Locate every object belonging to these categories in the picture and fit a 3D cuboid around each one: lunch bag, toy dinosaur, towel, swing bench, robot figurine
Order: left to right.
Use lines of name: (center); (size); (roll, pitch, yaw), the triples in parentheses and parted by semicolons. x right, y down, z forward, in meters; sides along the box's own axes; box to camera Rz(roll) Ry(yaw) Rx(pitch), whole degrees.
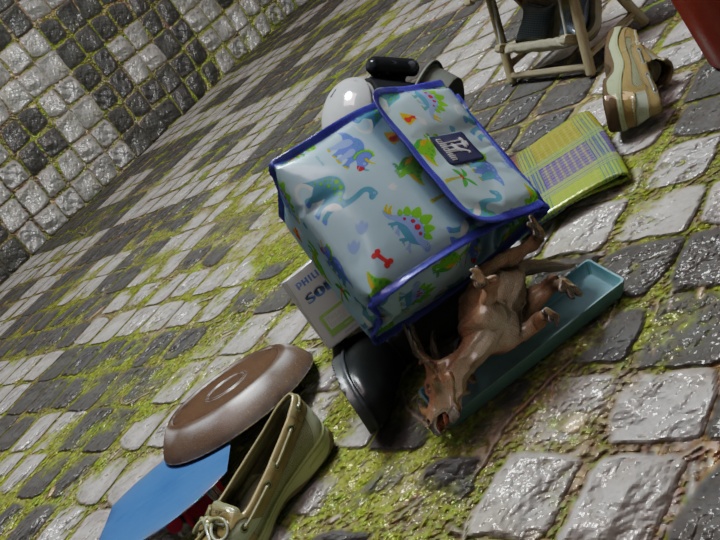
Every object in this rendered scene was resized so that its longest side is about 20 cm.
robot figurine: (0.043, -0.203, 1.298); (0.125, 0.197, 0.152); (126, 141, -56)
lunch bag: (0.044, -0.065, 0.836); (0.199, 0.171, 0.128); (-32, -21, -14)
toy dinosaur: (0.108, 0.036, 0.806); (0.135, 0.086, 0.200); (-43, 0, 45)
swing bench: (0.257, -0.384, 1.303); (0.130, 0.201, 0.198); (-42, 22, -16)
towel: (0.219, -0.111, 1.050); (0.143, 0.023, 0.201); (-32, 23, 14)

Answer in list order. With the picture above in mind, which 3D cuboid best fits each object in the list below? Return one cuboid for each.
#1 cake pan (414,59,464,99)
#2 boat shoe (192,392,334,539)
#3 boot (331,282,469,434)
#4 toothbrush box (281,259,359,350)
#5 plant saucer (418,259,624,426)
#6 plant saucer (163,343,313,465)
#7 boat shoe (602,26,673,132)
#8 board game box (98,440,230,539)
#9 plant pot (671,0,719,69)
cake pan: (0.086, -0.158, 1.159); (0.036, 0.202, 0.201); (16, 44, 15)
boat shoe: (-0.104, 0.205, 0.846); (0.201, 0.063, 0.073); (-49, 25, -23)
boot: (0.069, 0.056, 0.889); (0.199, 0.066, 0.165); (-32, 20, 3)
toothbrush box: (0.000, 0.000, 0.996); (0.145, 0.087, 0.200); (-37, 0, -1)
plant saucer: (0.142, 0.064, 0.822); (0.199, 0.019, 0.070); (-38, 22, -2)
plant saucer: (-0.142, 0.139, 1.035); (0.199, 0.032, 0.200); (-32, 10, 6)
boat shoe: (0.326, -0.227, 1.083); (0.075, 0.072, 0.201); (-9, 39, 23)
board game box: (-0.187, 0.235, 0.944); (0.157, 0.039, 0.200); (-34, 11, 1)
plant pot: (0.404, -0.338, 0.993); (0.199, 0.196, 0.201); (-31, 22, 14)
